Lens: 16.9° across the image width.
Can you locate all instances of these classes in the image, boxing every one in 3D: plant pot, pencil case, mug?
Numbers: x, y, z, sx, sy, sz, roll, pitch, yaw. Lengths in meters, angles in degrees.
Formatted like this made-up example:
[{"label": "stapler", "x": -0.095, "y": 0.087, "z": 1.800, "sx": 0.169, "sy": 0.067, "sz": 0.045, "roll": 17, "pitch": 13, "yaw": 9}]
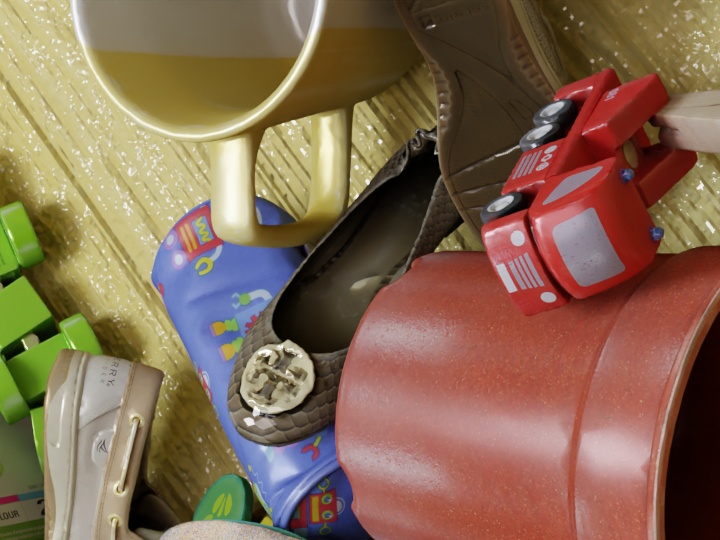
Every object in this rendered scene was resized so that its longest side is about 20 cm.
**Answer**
[{"label": "plant pot", "x": 0.107, "y": 0.073, "z": 1.102, "sx": 0.195, "sy": 0.201, "sz": 0.201, "roll": 8, "pitch": 97, "yaw": 39}, {"label": "pencil case", "x": -0.037, "y": 0.048, "z": 1.217, "sx": 0.087, "sy": 0.078, "sz": 0.200, "roll": -25, "pitch": 53, "yaw": -5}, {"label": "mug", "x": -0.046, "y": -0.123, "z": 1.197, "sx": 0.149, "sy": 0.153, "sz": 0.187, "roll": 35, "pitch": 110, "yaw": 25}]

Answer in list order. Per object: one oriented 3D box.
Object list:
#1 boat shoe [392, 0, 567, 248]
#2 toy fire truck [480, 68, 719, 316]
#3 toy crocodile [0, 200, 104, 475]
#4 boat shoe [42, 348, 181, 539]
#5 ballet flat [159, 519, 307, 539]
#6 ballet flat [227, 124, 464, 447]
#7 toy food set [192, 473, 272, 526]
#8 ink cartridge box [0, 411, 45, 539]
[{"label": "boat shoe", "x": 0.067, "y": -0.093, "z": 1.155, "sx": 0.072, "sy": 0.065, "sz": 0.200, "roll": -12, "pitch": 115, "yaw": 24}, {"label": "toy fire truck", "x": 0.141, "y": -0.062, "z": 1.057, "sx": 0.141, "sy": 0.200, "sz": 0.049, "roll": -19, "pitch": 111, "yaw": 29}, {"label": "toy crocodile", "x": -0.195, "y": 0.024, "z": 1.354, "sx": 0.067, "sy": 0.062, "sz": 0.200, "roll": -28, "pitch": 77, "yaw": -10}, {"label": "boat shoe", "x": -0.130, "y": 0.137, "z": 1.301, "sx": 0.069, "sy": 0.074, "sz": 0.200, "roll": 3, "pitch": 118, "yaw": 4}, {"label": "ballet flat", "x": -0.020, "y": 0.164, "z": 1.124, "sx": 0.200, "sy": 0.067, "sz": 0.068, "roll": 9, "pitch": 130, "yaw": 27}, {"label": "ballet flat", "x": 0.000, "y": 0.000, "z": 1.168, "sx": 0.067, "sy": 0.046, "sz": 0.200, "roll": 28, "pitch": 63, "yaw": 22}, {"label": "toy food set", "x": -0.063, "y": 0.207, "z": 1.237, "sx": 0.200, "sy": 0.049, "sz": 0.198, "roll": -65, "pitch": 29, "yaw": 3}, {"label": "ink cartridge box", "x": -0.259, "y": 0.079, "z": 1.341, "sx": 0.076, "sy": 0.148, "sz": 0.200, "roll": -33, "pitch": 76, "yaw": 29}]
